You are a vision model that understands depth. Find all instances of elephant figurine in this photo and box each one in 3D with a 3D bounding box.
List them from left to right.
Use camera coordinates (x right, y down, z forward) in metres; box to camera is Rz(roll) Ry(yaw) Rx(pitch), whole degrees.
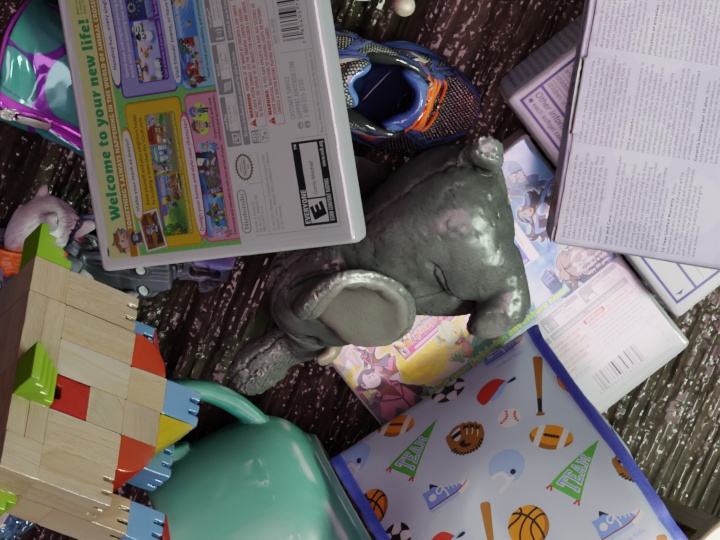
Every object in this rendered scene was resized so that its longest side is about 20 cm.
[{"bbox_3d":[0.000,0.000,1.652,0.199,0.142,0.156,-14,103,-1],"label":"elephant figurine"}]

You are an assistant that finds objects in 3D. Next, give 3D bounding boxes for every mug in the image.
[{"bbox_3d":[-0.064,0.162,1.711,0.114,0.152,0.185,-28,132,-1],"label":"mug"}]

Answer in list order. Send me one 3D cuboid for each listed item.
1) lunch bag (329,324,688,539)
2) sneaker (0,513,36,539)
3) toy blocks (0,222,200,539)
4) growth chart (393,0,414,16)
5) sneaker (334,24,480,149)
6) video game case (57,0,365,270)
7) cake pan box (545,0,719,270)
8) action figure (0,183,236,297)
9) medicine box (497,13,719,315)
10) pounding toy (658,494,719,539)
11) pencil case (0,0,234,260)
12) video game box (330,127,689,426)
[{"bbox_3d":[0.103,0.166,1.645,0.170,0.200,0.124,-35,133,-1],"label":"lunch bag"},{"bbox_3d":[-0.255,0.145,1.714,0.085,0.077,0.200,55,135,4],"label":"sneaker"},{"bbox_3d":[-0.164,0.088,1.624,0.136,0.201,0.100,23,142,-25],"label":"toy blocks"},{"bbox_3d":[-0.053,-0.230,1.658,0.199,0.145,0.018,18,132,-7],"label":"growth chart"},{"bbox_3d":[0.017,-0.109,1.664,0.078,0.199,0.076,25,101,36],"label":"sneaker"},{"bbox_3d":[-0.094,-0.108,1.605,0.181,0.022,0.201,-6,97,26],"label":"video game case"},{"bbox_3d":[0.219,-0.101,1.624,0.183,0.052,0.201,7,101,-5],"label":"cake pan box"},{"bbox_3d":[-0.181,0.036,1.713,0.199,0.105,0.195,-2,120,12],"label":"action figure"},{"bbox_3d":[0.222,-0.107,1.700,0.200,0.103,0.182,-38,100,5],"label":"medicine box"},{"bbox_3d":[0.158,0.234,1.739,0.184,0.200,0.142,-42,101,-8],"label":"pounding toy"},{"bbox_3d":[-0.148,-0.094,1.698,0.199,0.085,0.093,28,56,-7],"label":"pencil case"},{"bbox_3d":[0.086,0.037,1.754,0.200,0.047,0.182,-38,101,5],"label":"video game box"}]
